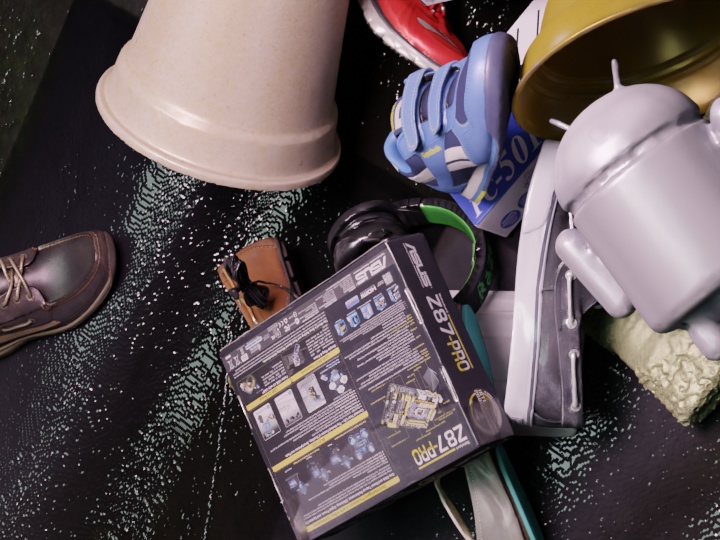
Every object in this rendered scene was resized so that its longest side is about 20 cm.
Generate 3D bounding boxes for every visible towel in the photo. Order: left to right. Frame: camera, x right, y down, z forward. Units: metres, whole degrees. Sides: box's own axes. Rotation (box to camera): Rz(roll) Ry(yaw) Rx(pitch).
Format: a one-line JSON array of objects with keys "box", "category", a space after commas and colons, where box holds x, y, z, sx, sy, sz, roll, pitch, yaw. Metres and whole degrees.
[{"box": [0.244, -0.006, 1.526, 0.148, 0.036, 0.201, 45, 109, 34], "category": "towel"}]

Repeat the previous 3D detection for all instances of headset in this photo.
[{"box": [0.000, 0.000, 1.663, 0.198, 0.094, 0.124, -11, 52, 21], "category": "headset"}]

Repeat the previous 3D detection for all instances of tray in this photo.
[{"box": [0.079, 0.067, 1.653, 0.199, 0.022, 0.108, 0, 80, 39], "category": "tray"}]

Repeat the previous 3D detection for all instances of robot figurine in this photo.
[{"box": [0.203, -0.039, 1.450, 0.169, 0.113, 0.201, -40, 80, 28], "category": "robot figurine"}]

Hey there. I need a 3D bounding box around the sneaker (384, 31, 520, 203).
[{"box": [0.063, -0.106, 1.531, 0.082, 0.200, 0.074, 16, 67, -1], "category": "sneaker"}]

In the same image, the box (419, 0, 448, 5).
[{"box": [0.130, -0.296, 1.597, 0.199, 0.047, 0.194, -7, 51, 51], "category": "box"}]

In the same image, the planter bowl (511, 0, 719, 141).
[{"box": [0.188, -0.170, 1.495, 0.200, 0.200, 0.084, -29, 65, 31], "category": "planter bowl"}]

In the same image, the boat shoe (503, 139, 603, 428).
[{"box": [0.143, 0.011, 1.535, 0.067, 0.072, 0.202, 6, 92, 8], "category": "boat shoe"}]

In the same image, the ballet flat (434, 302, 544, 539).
[{"box": [0.077, 0.125, 1.588, 0.063, 0.067, 0.202, -18, 85, 14], "category": "ballet flat"}]

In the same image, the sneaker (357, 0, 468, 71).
[{"box": [0.041, -0.227, 1.708, 0.085, 0.077, 0.201, -41, 59, 19], "category": "sneaker"}]

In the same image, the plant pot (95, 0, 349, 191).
[{"box": [-0.087, -0.191, 1.688, 0.200, 0.199, 0.185, 42, 127, 36], "category": "plant pot"}]

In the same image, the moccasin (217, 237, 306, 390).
[{"box": [-0.065, 0.069, 1.723, 0.077, 0.074, 0.203, -25, 65, 5], "category": "moccasin"}]

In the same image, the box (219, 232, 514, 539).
[{"box": [0.000, 0.088, 1.586, 0.200, 0.049, 0.162, -34, 74, 39], "category": "box"}]

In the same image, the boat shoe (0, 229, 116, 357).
[{"box": [-0.296, 0.023, 1.927, 0.199, 0.073, 0.075, -32, 63, 30], "category": "boat shoe"}]

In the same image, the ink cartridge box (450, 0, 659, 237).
[{"box": [0.135, -0.132, 1.631, 0.200, 0.044, 0.094, -50, 55, 19], "category": "ink cartridge box"}]
